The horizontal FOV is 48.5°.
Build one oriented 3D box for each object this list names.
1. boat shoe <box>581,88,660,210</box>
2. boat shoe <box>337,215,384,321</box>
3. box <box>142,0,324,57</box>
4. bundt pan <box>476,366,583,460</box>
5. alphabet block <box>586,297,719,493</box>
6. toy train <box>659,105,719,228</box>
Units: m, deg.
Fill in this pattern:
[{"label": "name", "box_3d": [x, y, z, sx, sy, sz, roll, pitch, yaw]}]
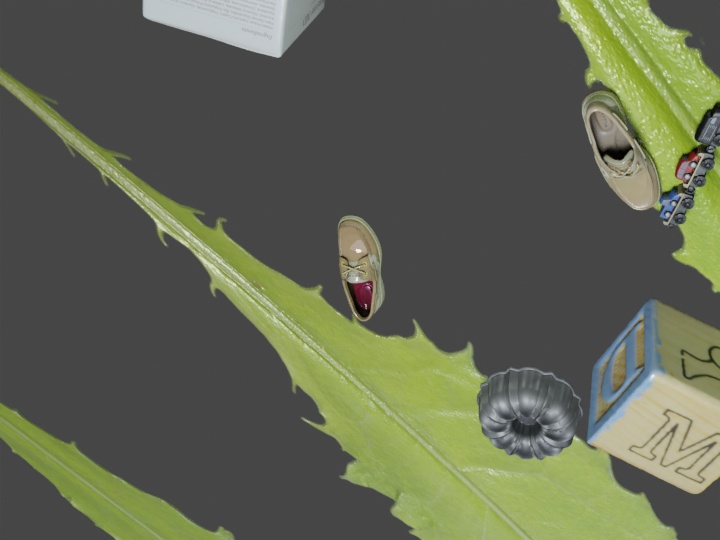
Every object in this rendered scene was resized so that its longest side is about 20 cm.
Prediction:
[{"label": "boat shoe", "box_3d": [0.370, -0.160, 1.140, 0.072, 0.065, 0.201, -19, 118, 30]}, {"label": "boat shoe", "box_3d": [0.000, 0.000, 1.389, 0.074, 0.067, 0.201, -3, 125, 21]}, {"label": "box", "box_3d": [-0.153, -0.415, 1.042, 0.199, 0.199, 0.172, 18, 130, 5]}, {"label": "bundt pan", "box_3d": [0.310, 0.277, 1.487, 0.200, 0.076, 0.203, 10, 129, 13]}, {"label": "alphabet block", "box_3d": [0.505, 0.201, 1.287, 0.199, 0.196, 0.197, 26, 132, 0]}, {"label": "toy train", "box_3d": [0.473, -0.145, 1.137, 0.046, 0.034, 0.201, 19, 129, 9]}]
